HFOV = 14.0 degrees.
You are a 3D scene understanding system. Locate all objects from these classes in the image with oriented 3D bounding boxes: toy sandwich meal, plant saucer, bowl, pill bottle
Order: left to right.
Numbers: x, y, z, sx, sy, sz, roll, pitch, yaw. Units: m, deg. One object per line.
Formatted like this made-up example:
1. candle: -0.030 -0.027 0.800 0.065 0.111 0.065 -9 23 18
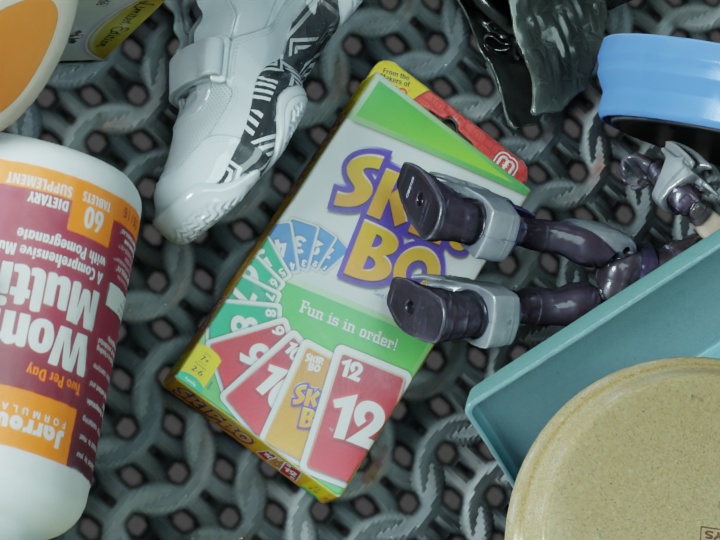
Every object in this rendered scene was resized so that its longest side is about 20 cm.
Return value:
1. pill bottle: -0.162 0.050 1.240 0.109 0.110 0.200 15 73 -17
2. plant saucer: 0.141 0.026 1.329 0.200 0.019 0.070 -32 130 1
3. toy sandwich meal: 0.153 0.138 1.298 0.205 0.070 0.206 4 72 -12
4. bowl: 0.205 -0.066 1.365 0.200 0.201 0.039 15 89 -17

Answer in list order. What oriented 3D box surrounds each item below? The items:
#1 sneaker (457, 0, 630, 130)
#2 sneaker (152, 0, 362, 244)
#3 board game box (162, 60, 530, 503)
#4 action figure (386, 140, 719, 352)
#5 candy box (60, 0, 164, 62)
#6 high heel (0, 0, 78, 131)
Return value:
1. sneaker: 0.073 -0.176 1.411 0.104 0.060 0.200 -26 91 -29
2. sneaker: -0.073 -0.113 1.335 0.115 0.075 0.200 33 63 -11
3. board game box: 0.000 0.000 1.362 0.095 0.030 0.200 37 65 -10
4. action figure: 0.114 0.001 1.358 0.200 0.069 0.130 8 99 -24
5. candy box: -0.189 -0.128 1.257 0.200 0.136 0.061 -6 81 -22
6. high heel: -0.200 -0.079 1.221 0.067 0.200 0.096 32 21 -38
